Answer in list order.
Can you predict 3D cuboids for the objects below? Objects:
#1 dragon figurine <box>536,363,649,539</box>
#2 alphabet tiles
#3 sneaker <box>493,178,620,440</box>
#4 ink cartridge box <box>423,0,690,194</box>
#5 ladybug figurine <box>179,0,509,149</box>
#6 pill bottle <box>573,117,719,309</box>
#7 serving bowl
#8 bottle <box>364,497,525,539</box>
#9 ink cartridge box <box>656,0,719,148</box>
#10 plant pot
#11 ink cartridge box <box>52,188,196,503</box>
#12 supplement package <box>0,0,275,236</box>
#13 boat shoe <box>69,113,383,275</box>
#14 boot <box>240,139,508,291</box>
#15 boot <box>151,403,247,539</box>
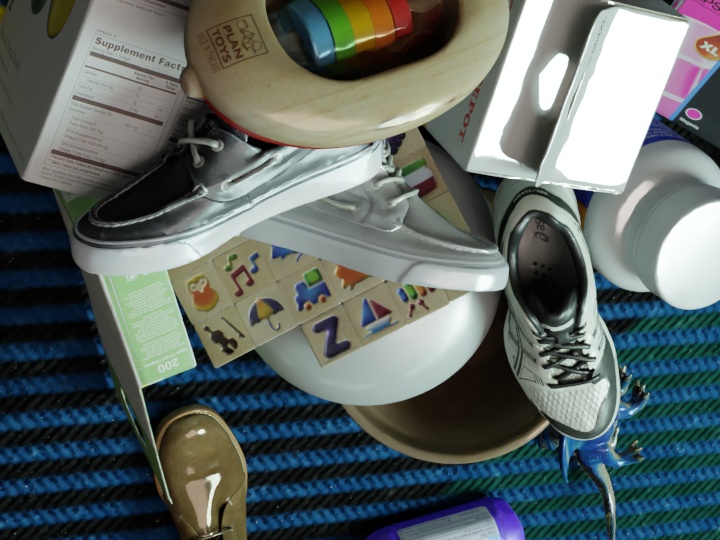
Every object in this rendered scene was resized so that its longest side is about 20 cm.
[{"bbox_3d":[0.181,0.136,1.368,0.099,0.059,0.201,-7,120,-19],"label":"dragon figurine"},{"bbox_3d":[-0.035,-0.023,1.109,0.199,0.008,0.168,-27,91,9],"label":"alphabet tiles"},{"bbox_3d":[0.128,0.034,1.108,0.075,0.088,0.201,-15,108,9],"label":"sneaker"},{"bbox_3d":[0.113,-0.144,1.090,0.124,0.200,0.129,6,116,-26],"label":"ink cartridge box"},{"bbox_3d":[-0.012,-0.128,0.917,0.199,0.137,0.072,-17,163,-23],"label":"ladybug figurine"},{"bbox_3d":[0.191,-0.054,1.174,0.111,0.200,0.113,-11,121,-20],"label":"pill bottle"},{"bbox_3d":[0.000,0.000,1.144,0.198,0.066,0.202,1,96,6],"label":"serving bowl"},{"bbox_3d":[0.039,0.251,1.369,0.198,0.065,0.084,-13,121,-16],"label":"bottle"},{"bbox_3d":[0.260,-0.162,1.151,0.094,0.200,0.037,30,62,0],"label":"ink cartridge box"},{"bbox_3d":[0.070,0.035,1.218,0.199,0.093,0.203,1,95,7],"label":"plant pot"},{"bbox_3d":[-0.153,0.037,1.113,0.048,0.146,0.201,-22,125,-12],"label":"ink cartridge box"},{"bbox_3d":[-0.122,-0.157,1.011,0.150,0.152,0.201,14,112,-30],"label":"supplement package"},{"bbox_3d":[-0.078,-0.061,0.947,0.199,0.072,0.068,-21,128,-16],"label":"boat shoe"},{"bbox_3d":[0.007,-0.053,1.060,0.198,0.074,0.096,14,103,6],"label":"boot"},{"bbox_3d":[-0.113,0.195,1.267,0.073,0.076,0.201,-15,122,-13],"label":"boot"}]
